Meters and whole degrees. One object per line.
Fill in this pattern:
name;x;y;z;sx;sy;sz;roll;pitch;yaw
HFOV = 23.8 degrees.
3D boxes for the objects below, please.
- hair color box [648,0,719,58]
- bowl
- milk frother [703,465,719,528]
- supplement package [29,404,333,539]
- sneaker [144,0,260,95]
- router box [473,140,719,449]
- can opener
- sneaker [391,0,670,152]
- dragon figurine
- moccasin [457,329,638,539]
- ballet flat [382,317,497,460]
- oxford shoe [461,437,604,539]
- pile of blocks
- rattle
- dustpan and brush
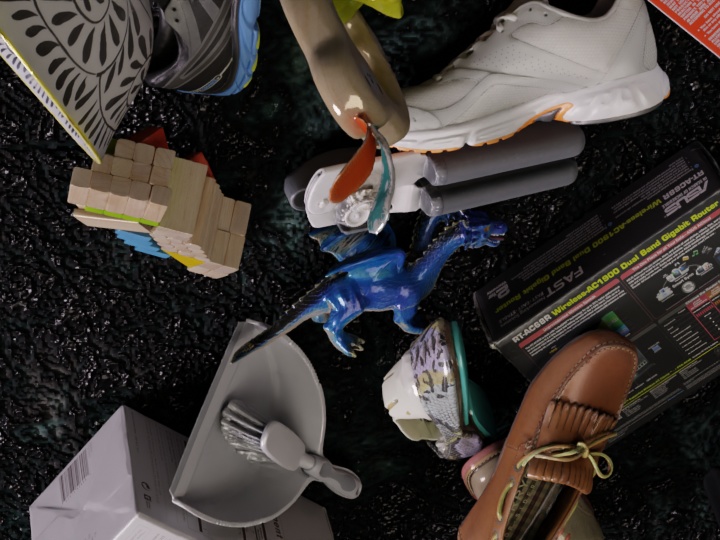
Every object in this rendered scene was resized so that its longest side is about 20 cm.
hair color box;0.223;-0.176;1.053;0.200;0.111;0.064;32;113;-30
bowl;-0.173;-0.164;0.937;0.094;0.201;0.201;-41;127;-6
milk frother;0.386;0.175;1.303;0.200;0.188;0.181;21;119;-26
supplement package;-0.125;0.212;1.253;0.200;0.120;0.121;32;112;-31
sneaker;-0.100;-0.186;0.995;0.083;0.071;0.200;-8;130;-15
router box;0.203;0.023;1.226;0.200;0.062;0.150;-35;127;13
can opener;0.051;-0.070;1.127;0.200;0.067;0.053;-10;139;-16
sneaker;0.092;-0.134;1.090;0.199;0.076;0.092;-12;107;-1
dragon figurine;0.000;0.000;1.162;0.200;0.059;0.100;-11;126;-10
moccasin;0.135;0.134;1.192;0.074;0.078;0.202;27;102;-28
ballet flat;0.052;0.091;1.203;0.072;0.072;0.200;-21;156;3
oxford shoe;0.143;0.186;1.299;0.070;0.075;0.200;-36;141;12
pile of blocks;-0.127;-0.051;1.078;0.082;0.062;0.200;7;167;15
rattle;0.032;-0.126;0.986;0.143;0.200;0.130;-16;123;1
dustpan and brush;-0.052;0.131;1.235;0.057;0.140;0.200;17;167;23
